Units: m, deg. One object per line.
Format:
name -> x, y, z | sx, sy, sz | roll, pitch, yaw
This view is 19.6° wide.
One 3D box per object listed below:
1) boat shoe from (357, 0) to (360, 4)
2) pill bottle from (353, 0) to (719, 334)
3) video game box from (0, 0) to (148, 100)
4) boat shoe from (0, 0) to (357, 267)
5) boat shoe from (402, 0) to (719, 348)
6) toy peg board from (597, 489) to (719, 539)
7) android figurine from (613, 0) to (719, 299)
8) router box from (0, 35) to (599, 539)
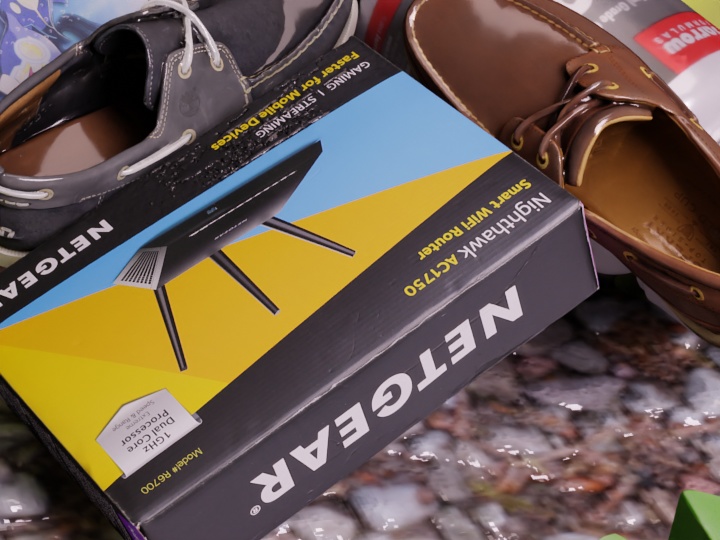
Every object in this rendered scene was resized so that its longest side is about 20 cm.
boat shoe -> -0.062, -0.127, 1.060 | 0.200, 0.076, 0.074 | -1, 5, -34
pill bottle -> 0.102, -0.072, 0.893 | 0.200, 0.114, 0.114 | 42, 42, 23
video game box -> -0.147, -0.140, 0.931 | 0.182, 0.047, 0.200 | -21, 75, -8
boat shoe -> -0.076, -0.077, 0.845 | 0.200, 0.068, 0.072 | -37, 66, -25
boat shoe -> 0.092, -0.051, 0.793 | 0.200, 0.072, 0.068 | 43, 2, 20
toy peg board -> 0.133, 0.150, 0.622 | 0.200, 0.098, 0.199 | -20, 41, -39
android figurine -> 0.162, -0.074, 0.987 | 0.182, 0.041, 0.200 | 1, 55, 0
router box -> -0.033, 0.010, 0.784 | 0.200, 0.051, 0.149 | -36, 47, -16
